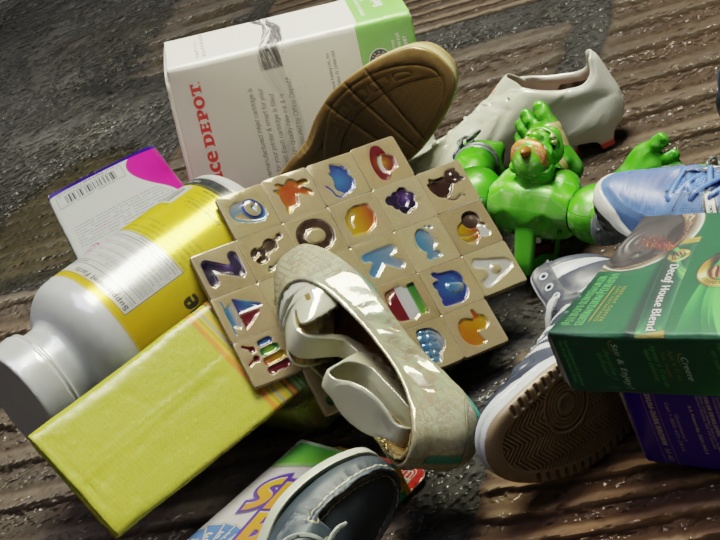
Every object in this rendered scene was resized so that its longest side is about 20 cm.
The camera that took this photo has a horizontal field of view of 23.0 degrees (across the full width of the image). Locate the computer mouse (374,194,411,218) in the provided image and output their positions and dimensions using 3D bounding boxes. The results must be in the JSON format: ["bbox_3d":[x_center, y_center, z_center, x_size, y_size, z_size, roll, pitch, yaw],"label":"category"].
[{"bbox_3d":[0.039,-0.039,1.269,0.058,0.034,0.200,-7,2,17],"label":"computer mouse"}]

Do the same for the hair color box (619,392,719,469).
[{"bbox_3d":[0.250,0.056,0.932,0.200,0.065,0.109,1,34,46],"label":"hair color box"}]

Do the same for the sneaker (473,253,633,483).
[{"bbox_3d":[0.118,0.053,1.045,0.200,0.070,0.108,-31,29,-30],"label":"sneaker"}]

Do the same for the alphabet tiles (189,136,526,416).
[{"bbox_3d":[0.000,0.000,1.139,0.200,0.006,0.167,-21,67,-20],"label":"alphabet tiles"}]

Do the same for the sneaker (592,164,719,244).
[{"bbox_3d":[0.237,-0.043,1.062,0.199,0.077,0.076,8,42,22],"label":"sneaker"}]

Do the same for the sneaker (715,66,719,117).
[{"bbox_3d":[0.282,-0.095,1.196,0.077,0.146,0.203,1,71,8],"label":"sneaker"}]

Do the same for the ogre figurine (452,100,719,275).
[{"bbox_3d":[0.141,-0.057,1.224,0.200,0.098,0.120,28,35,20],"label":"ogre figurine"}]

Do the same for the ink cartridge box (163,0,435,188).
[{"bbox_3d":[-0.048,-0.130,1.431,0.199,0.146,0.084,-13,25,-2],"label":"ink cartridge box"}]

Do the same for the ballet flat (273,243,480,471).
[{"bbox_3d":[-0.006,0.046,1.036,0.062,0.068,0.200,-8,36,-39],"label":"ballet flat"}]

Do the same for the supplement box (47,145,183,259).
[{"bbox_3d":[-0.169,-0.011,1.397,0.101,0.104,0.200,-27,23,-7],"label":"supplement box"}]

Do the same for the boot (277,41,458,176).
[{"bbox_3d":[0.023,-0.113,1.290,0.200,0.073,0.155,-49,-2,37],"label":"boot"}]

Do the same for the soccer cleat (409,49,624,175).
[{"bbox_3d":[0.106,-0.110,1.374,0.199,0.078,0.069,-20,25,10],"label":"soccer cleat"}]

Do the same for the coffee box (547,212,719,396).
[{"bbox_3d":[0.212,0.014,0.921,0.200,0.044,0.123,0,34,43],"label":"coffee box"}]

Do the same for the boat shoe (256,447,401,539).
[{"bbox_3d":[-0.036,0.174,0.942,0.062,0.075,0.200,4,38,49],"label":"boat shoe"}]

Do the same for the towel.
[{"bbox_3d":[-0.101,0.075,1.092,0.200,0.018,0.086,-38,72,-26],"label":"towel"}]

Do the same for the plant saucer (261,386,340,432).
[{"bbox_3d":[-0.042,0.046,1.232,0.200,0.048,0.200,3,37,45],"label":"plant saucer"}]

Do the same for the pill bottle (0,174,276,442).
[{"bbox_3d":[-0.144,0.032,1.162,0.200,0.112,0.112,-38,28,-27],"label":"pill bottle"}]

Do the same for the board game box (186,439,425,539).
[{"bbox_3d":[-0.057,0.165,1.041,0.200,0.030,0.095,-37,28,-31],"label":"board game box"}]
